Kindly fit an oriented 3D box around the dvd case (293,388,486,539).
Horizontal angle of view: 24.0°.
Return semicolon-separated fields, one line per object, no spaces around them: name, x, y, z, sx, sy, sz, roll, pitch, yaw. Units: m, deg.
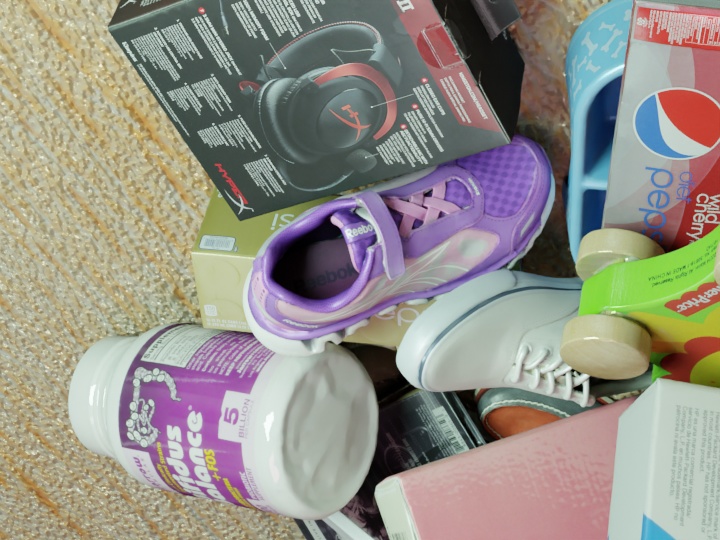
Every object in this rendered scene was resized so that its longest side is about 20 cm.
dvd case;0.030;0.168;1.177;0.199;0.016;0.150;-29;95;44

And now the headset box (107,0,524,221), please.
headset box;-0.012;-0.124;0.924;0.198;0.076;0.149;-15;128;27

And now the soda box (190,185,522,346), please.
soda box;0.000;0.000;1.051;0.197;0.064;0.068;6;135;10

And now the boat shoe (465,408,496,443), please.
boat shoe;0.094;0.176;1.190;0.072;0.071;0.200;-21;123;32

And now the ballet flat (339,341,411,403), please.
ballet flat;-0.007;0.074;1.136;0.199;0.047;0.067;-30;121;36

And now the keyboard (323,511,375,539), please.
keyboard;-0.038;0.153;1.160;0.199;0.011;0.056;36;168;33

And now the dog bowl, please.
dog bowl;0.168;-0.060;0.959;0.110;0.050;0.201;5;135;10

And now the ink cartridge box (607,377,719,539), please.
ink cartridge box;0.229;0.149;0.856;0.197;0.148;0.084;10;161;-3

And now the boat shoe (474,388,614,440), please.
boat shoe;0.163;0.135;1.141;0.199;0.063;0.071;29;136;-12

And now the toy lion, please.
toy lion;0.212;0.030;0.841;0.190;0.069;0.200;24;152;-19

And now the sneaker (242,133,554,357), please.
sneaker;0.020;-0.020;0.962;0.198;0.081;0.089;-27;163;0

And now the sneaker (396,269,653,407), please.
sneaker;0.112;0.044;0.988;0.198;0.071;0.074;-8;129;-37

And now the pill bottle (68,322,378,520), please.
pill bottle;-0.095;0.093;1.108;0.198;0.113;0.113;5;138;38

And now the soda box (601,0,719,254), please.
soda box;0.161;-0.073;0.862;0.063;0.070;0.201;8;136;7

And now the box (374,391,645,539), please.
box;0.121;0.149;1.037;0.198;0.110;0.128;-17;172;-9
